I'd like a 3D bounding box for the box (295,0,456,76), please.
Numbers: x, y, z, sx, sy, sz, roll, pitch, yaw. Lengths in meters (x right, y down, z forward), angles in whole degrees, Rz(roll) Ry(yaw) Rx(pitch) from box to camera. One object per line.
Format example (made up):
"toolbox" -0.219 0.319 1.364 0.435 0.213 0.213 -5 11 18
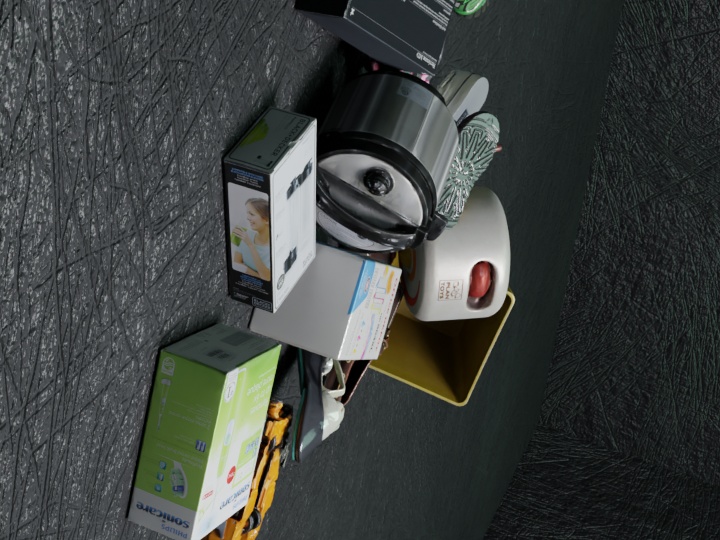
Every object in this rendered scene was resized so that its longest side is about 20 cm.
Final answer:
"box" 0.028 -0.326 1.496 0.199 0.078 0.143 20 84 -55

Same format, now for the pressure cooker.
"pressure cooker" 0.017 -0.122 1.567 0.201 0.174 0.180 -69 149 -42

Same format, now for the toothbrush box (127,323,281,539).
"toothbrush box" -0.170 0.176 1.431 0.145 0.085 0.203 -23 129 -68

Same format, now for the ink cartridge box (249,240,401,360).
"ink cartridge box" -0.036 0.035 1.653 0.200 0.124 0.130 11 96 -73

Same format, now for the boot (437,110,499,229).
"boot" 0.086 -0.158 1.744 0.065 0.200 0.166 26 95 -33

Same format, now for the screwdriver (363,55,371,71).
"screwdriver" 0.055 -0.329 1.748 0.201 0.029 0.028 -53 155 -37

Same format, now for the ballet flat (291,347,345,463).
"ballet flat" -0.054 0.166 1.706 0.201 0.072 0.074 -89 -179 -47

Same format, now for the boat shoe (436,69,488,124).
"boat shoe" 0.106 -0.215 1.871 0.201 0.065 0.072 -54 148 -18

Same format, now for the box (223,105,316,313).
"box" -0.099 -0.068 1.461 0.117 0.059 0.202 -56 157 -43

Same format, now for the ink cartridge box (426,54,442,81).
"ink cartridge box" 0.093 -0.329 1.807 0.198 0.047 0.201 96 20 -62

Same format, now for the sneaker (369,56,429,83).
"sneaker" 0.041 -0.292 1.624 0.095 0.078 0.203 -40 128 -56

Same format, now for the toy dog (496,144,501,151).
"toy dog" 0.151 -0.145 1.985 0.201 0.095 0.133 119 -23 -57

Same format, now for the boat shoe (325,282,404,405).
"boat shoe" 0.007 0.101 1.843 0.070 0.070 0.201 13 114 -50

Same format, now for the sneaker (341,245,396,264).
"sneaker" 0.000 0.000 1.833 0.082 0.076 0.202 -50 152 -35

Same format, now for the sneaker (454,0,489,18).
"sneaker" 0.185 -0.482 1.943 0.085 0.077 0.203 22 86 -73

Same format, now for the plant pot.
"plant pot" 0.114 0.056 2.034 0.177 0.198 0.202 -72 -175 -70

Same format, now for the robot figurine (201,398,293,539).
"robot figurine" -0.142 0.256 1.646 0.145 0.058 0.203 1 106 -73

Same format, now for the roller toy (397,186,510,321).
"roller toy" 0.123 -0.024 1.820 0.200 0.138 0.185 131 -45 -75
